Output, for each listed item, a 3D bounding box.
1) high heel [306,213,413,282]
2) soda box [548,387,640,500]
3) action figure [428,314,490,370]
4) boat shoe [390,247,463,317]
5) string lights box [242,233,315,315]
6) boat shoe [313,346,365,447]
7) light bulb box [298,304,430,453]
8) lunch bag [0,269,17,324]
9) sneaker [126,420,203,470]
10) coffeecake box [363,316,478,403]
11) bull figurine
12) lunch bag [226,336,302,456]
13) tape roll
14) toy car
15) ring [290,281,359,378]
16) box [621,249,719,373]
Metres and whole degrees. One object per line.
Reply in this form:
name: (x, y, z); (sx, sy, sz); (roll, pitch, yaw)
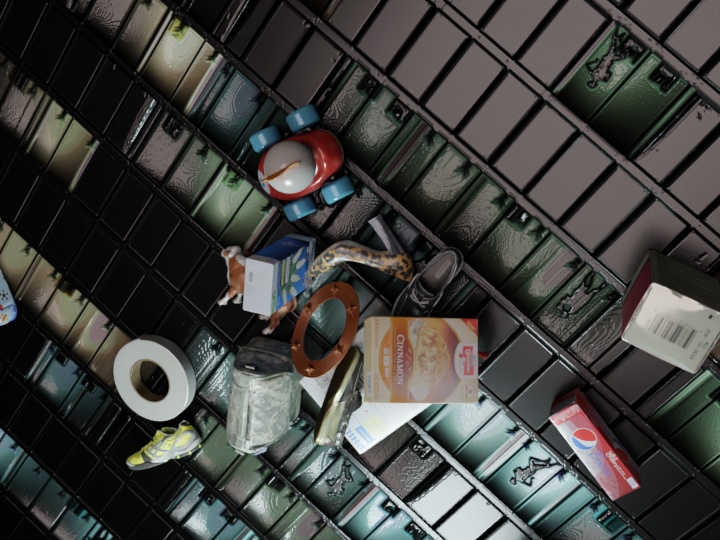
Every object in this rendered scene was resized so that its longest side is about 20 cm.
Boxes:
high heel: (0.000, 0.000, 1.495); (0.200, 0.071, 0.143); (-33, 92, 20)
soda box: (0.438, 0.323, 1.431); (0.063, 0.070, 0.200); (-37, 92, 25)
action figure: (0.152, 0.130, 1.491); (0.199, 0.052, 0.066); (31, 108, 14)
boat shoe: (0.121, 0.041, 1.442); (0.072, 0.068, 0.200); (42, 102, 9)
string lights box: (-0.154, 0.003, 1.479); (0.059, 0.200, 0.103); (12, 110, 17)
boat shoe: (-0.028, 0.241, 1.445); (0.066, 0.072, 0.202); (20, 100, -15)
light bulb box: (0.024, 0.215, 1.519); (0.200, 0.125, 0.198); (-40, 90, 26)
lunch bag: (-0.926, 0.047, 1.840); (0.160, 0.076, 0.201); (-12, 102, 25)
sneaker: (-0.460, 0.406, 1.785); (0.199, 0.075, 0.077); (-22, 90, 13)
coffeecake box: (0.109, 0.164, 1.394); (0.199, 0.073, 0.154); (2, 82, -12)
bull figurine: (-0.226, 0.038, 1.591); (0.200, 0.065, 0.122); (35, 118, 10)
lunch bag: (-0.209, 0.261, 1.592); (0.139, 0.168, 0.201); (14, 110, 16)
tape roll: (-0.472, 0.246, 1.755); (0.202, 0.037, 0.204); (6, 108, 18)
toy car: (-0.136, -0.187, 1.417); (0.176, 0.200, 0.185); (-23, 97, 24)
ring: (-0.075, 0.113, 1.504); (0.019, 0.201, 0.200); (28, 121, -36)
box: (0.510, 0.062, 1.258); (0.127, 0.200, 0.109); (26, 113, 11)
